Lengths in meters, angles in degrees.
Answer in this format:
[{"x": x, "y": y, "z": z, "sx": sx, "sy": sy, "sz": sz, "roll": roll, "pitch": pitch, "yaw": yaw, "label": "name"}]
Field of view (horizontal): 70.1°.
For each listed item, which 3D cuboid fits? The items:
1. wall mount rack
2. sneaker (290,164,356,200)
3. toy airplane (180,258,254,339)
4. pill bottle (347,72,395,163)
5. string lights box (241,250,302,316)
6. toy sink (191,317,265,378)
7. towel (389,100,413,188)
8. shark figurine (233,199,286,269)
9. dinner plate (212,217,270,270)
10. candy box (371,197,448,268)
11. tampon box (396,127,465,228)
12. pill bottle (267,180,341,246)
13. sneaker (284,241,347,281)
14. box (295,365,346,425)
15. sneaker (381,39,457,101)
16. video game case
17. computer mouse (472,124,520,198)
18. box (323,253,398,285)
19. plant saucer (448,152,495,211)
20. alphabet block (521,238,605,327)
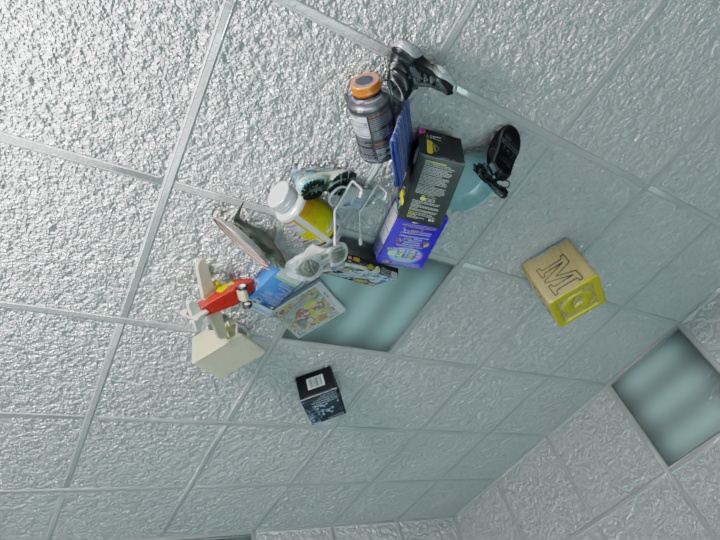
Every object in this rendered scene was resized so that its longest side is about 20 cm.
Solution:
[{"x": -0.014, "y": -0.157, "z": 1.398, "sx": 0.199, "sy": 0.075, "sz": 0.175, "roll": -5, "pitch": 134, "yaw": -52, "label": "wall mount rack"}, {"x": -0.094, "y": -0.246, "z": 1.335, "sx": 0.198, "sy": 0.086, "sz": 0.078, "roll": -15, "pitch": 143, "yaw": -43, "label": "sneaker"}, {"x": -0.423, "y": 0.083, "z": 1.469, "sx": 0.198, "sy": 0.141, "sz": 0.202, "roll": 27, "pitch": 92, "yaw": -43, "label": "toy airplane"}, {"x": 0.030, "y": -0.369, "z": 1.240, "sx": 0.105, "sy": 0.107, "sz": 0.201, "roll": -20, "pitch": 137, "yaw": -2, "label": "pill bottle"}, {"x": -0.262, "y": 0.043, "z": 1.556, "sx": 0.200, "sy": 0.059, "sz": 0.102, "roll": -42, "pitch": 133, "yaw": 20, "label": "string lights box"}, {"x": -0.420, "y": 0.234, "z": 1.640, "sx": 0.198, "sy": 0.113, "sz": 0.130, "roll": -31, "pitch": 136, "yaw": 16, "label": "toy sink"}, {"x": 0.100, "y": -0.319, "z": 1.266, "sx": 0.023, "sy": 0.202, "sz": 0.146, "roll": 3, "pitch": 138, "yaw": 15, "label": "towel"}, {"x": -0.275, "y": -0.105, "z": 1.415, "sx": 0.090, "sy": 0.128, "sz": 0.215, "roll": -45, "pitch": 118, "yaw": -11, "label": "shark figurine"}, {"x": -0.306, "y": -0.075, "z": 1.344, "sx": 0.024, "sy": 0.199, "sz": 0.201, "roll": -48, "pitch": 136, "yaw": -11, "label": "dinner plate"}, {"x": 0.148, "y": -0.110, "z": 1.560, "sx": 0.167, "sy": 0.078, "sz": 0.201, "roll": 7, "pitch": 130, "yaw": -25, "label": "candy box"}, {"x": 0.182, "y": -0.246, "z": 1.367, "sx": 0.124, "sy": 0.151, "sz": 0.202, "roll": 13, "pitch": 129, "yaw": -5, "label": "tampon box"}, {"x": -0.151, "y": -0.153, "z": 1.374, "sx": 0.109, "sy": 0.110, "sz": 0.199, "roll": -39, "pitch": 134, "yaw": 18, "label": "pill bottle"}, {"x": -0.136, "y": -0.031, "z": 1.450, "sx": 0.198, "sy": 0.099, "sz": 0.079, "roll": -22, "pitch": 118, "yaw": -33, "label": "sneaker"}, {"x": -0.153, "y": 0.488, "z": 1.996, "sx": 0.146, "sy": 0.108, "sz": 0.201, "roll": -19, "pitch": 137, "yaw": -4, "label": "box"}, {"x": 0.135, "y": -0.443, "z": 1.212, "sx": 0.198, "sy": 0.075, "sz": 0.115, "roll": 24, "pitch": 98, "yaw": -31, "label": "sneaker"}, {"x": -0.172, "y": 0.130, "z": 1.702, "sx": 0.198, "sy": 0.023, "sz": 0.182, "roll": -30, "pitch": 136, "yaw": 8, "label": "video game case"}, {"x": 0.380, "y": -0.312, "z": 1.422, "sx": 0.138, "sy": 0.052, "sz": 0.202, "roll": 35, "pitch": 72, "yaw": -27, "label": "computer mouse"}, {"x": 0.000, "y": 0.000, "z": 1.583, "sx": 0.198, "sy": 0.041, "sz": 0.136, "roll": 15, "pitch": 161, "yaw": -33, "label": "box"}, {"x": 0.309, "y": -0.265, "z": 1.501, "sx": 0.198, "sy": 0.039, "sz": 0.203, "roll": -12, "pitch": 136, "yaw": -11, "label": "plant saucer"}, {"x": 0.733, "y": 0.044, "z": 1.854, "sx": 0.195, "sy": 0.201, "sz": 0.195, "roll": -33, "pitch": 135, "yaw": 12, "label": "alphabet block"}]
